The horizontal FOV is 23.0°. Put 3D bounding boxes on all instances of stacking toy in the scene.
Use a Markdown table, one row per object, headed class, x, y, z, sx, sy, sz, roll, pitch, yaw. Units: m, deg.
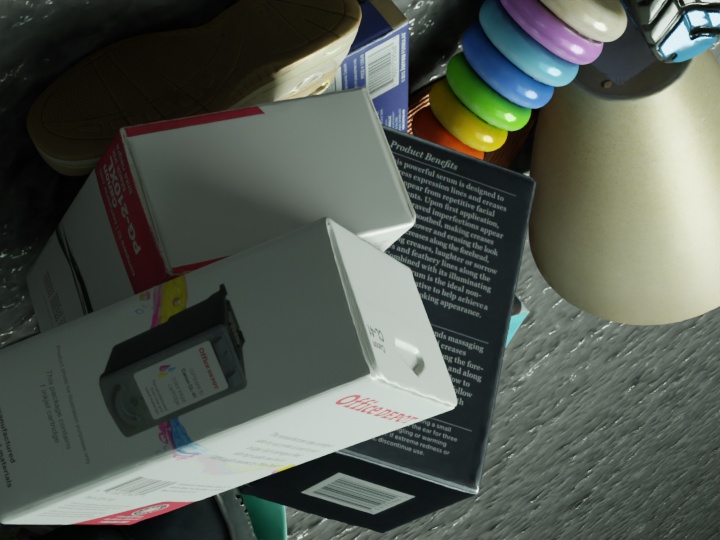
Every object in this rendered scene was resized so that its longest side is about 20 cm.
| class | x | y | z | sx | sy | sz | roll | pitch | yaw |
| --- | --- | --- | --- | --- | --- | --- | --- | --- | --- |
| stacking toy | 0.077 | -0.114 | 1.140 | 0.200 | 0.085 | 0.085 | -49 | 154 | 23 |

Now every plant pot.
| class | x | y | z | sx | sy | sz | roll | pitch | yaw |
| --- | --- | --- | --- | --- | --- | --- | --- | --- | --- |
| plant pot | 0.198 | -0.092 | 1.264 | 0.187 | 0.187 | 0.200 | -34 | 144 | -9 |

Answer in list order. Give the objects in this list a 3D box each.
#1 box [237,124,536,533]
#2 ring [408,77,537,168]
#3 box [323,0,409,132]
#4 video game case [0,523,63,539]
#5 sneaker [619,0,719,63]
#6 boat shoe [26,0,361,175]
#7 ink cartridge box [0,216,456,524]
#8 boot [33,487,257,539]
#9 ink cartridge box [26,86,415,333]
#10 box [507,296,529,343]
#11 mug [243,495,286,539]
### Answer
| class | x | y | z | sx | sy | sz | roll | pitch | yaw |
| --- | --- | --- | --- | --- | --- | --- | --- | --- | --- |
| box | 0.014 | 0.039 | 1.065 | 0.107 | 0.201 | 0.148 | 19 | 157 | -15 |
| ring | 0.050 | -0.068 | 1.264 | 0.200 | 0.019 | 0.201 | -32 | 155 | -17 |
| box | -0.060 | -0.079 | 1.068 | 0.200 | 0.032 | 0.121 | -31 | 155 | -16 |
| video game case | -0.259 | 0.197 | 1.097 | 0.143 | 0.018 | 0.200 | -44 | 139 | 7 |
| sneaker | 0.171 | -0.219 | 1.112 | 0.073 | 0.082 | 0.200 | -27 | 137 | -2 |
| boat shoe | -0.086 | -0.092 | 0.959 | 0.200 | 0.074 | 0.069 | -26 | 151 | -24 |
| ink cartridge box | -0.071 | 0.058 | 0.877 | 0.199 | 0.086 | 0.148 | -23 | 165 | 13 |
| boot | -0.152 | 0.161 | 1.056 | 0.168 | 0.077 | 0.200 | -25 | 145 | -10 |
| ink cartridge box | -0.083 | -0.011 | 0.958 | 0.144 | 0.085 | 0.200 | -13 | 165 | -29 |
| box | 0.031 | 0.038 | 1.345 | 0.200 | 0.082 | 0.049 | -15 | 147 | -43 |
| mug | -0.128 | 0.136 | 1.230 | 0.114 | 0.186 | 0.152 | -13 | 170 | 8 |
